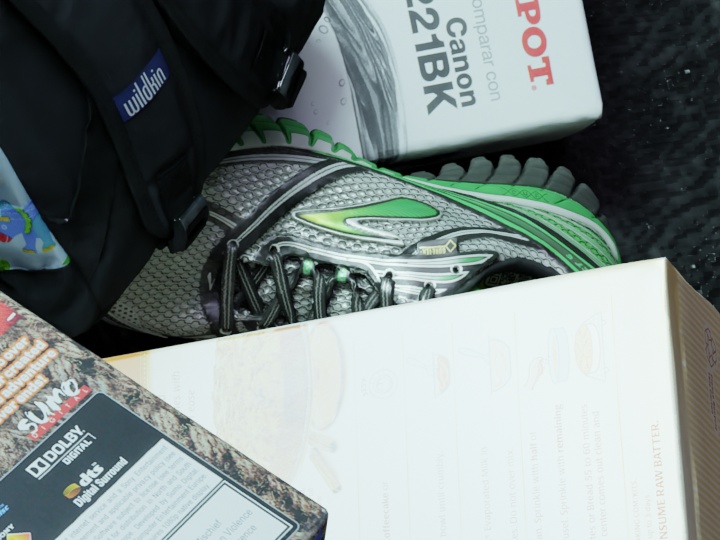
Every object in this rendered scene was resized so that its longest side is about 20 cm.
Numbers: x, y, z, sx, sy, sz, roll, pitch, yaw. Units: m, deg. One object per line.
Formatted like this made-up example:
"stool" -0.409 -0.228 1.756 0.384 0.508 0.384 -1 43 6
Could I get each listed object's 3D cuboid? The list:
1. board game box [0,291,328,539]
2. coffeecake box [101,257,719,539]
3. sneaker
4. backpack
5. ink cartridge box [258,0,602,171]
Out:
"board game box" -0.136 0.090 0.771 0.200 0.097 0.159 32 53 21
"coffeecake box" 0.014 0.094 0.860 0.199 0.073 0.154 -10 69 20
"sneaker" 0.000 0.000 0.953 0.199 0.078 0.085 1 32 -15
"backpack" -0.118 -0.108 0.870 0.153 0.200 0.163 21 65 29
"ink cartridge box" -0.025 -0.103 1.018 0.199 0.084 0.145 -11 90 -9
